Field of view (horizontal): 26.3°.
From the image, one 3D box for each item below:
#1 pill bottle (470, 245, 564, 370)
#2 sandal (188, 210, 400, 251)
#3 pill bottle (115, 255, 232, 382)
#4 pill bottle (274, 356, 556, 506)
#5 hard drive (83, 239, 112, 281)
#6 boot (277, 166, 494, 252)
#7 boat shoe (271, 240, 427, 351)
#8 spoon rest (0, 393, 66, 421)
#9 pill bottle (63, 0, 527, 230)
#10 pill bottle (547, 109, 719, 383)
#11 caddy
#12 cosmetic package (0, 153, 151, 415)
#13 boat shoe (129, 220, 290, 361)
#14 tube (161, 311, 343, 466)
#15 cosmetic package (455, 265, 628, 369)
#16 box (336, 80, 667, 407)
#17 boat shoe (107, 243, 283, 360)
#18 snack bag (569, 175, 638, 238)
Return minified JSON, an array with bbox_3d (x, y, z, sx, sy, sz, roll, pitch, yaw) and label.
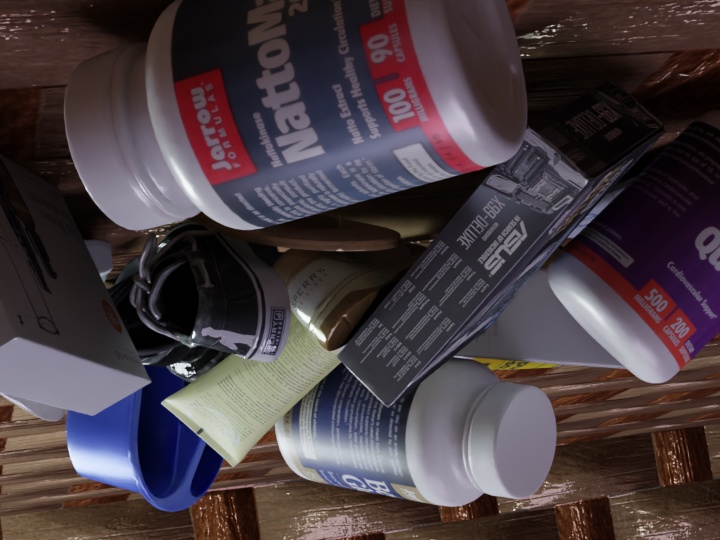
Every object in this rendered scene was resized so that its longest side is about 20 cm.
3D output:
[{"bbox_3d":[0.102,0.032,1.344,0.200,0.112,0.112,-1,165,-33],"label":"pill bottle"},{"bbox_3d":[-0.071,-0.059,0.952,0.212,0.070,0.078,9,-167,34],"label":"sandal"},{"bbox_3d":[-0.096,0.036,1.227,0.112,0.112,0.200,-19,163,38],"label":"pill bottle"},{"bbox_3d":[0.042,0.117,1.162,0.200,0.111,0.111,4,178,39],"label":"pill bottle"},{"bbox_3d":[-0.251,0.006,1.111,0.132,0.026,0.200,-6,176,-13],"label":"hard drive"},{"bbox_3d":[0.039,-0.042,1.112,0.200,0.066,0.175,-6,164,-1],"label":"boot"},{"bbox_3d":[0.000,0.000,1.003,0.074,0.066,0.200,-50,170,12],"label":"boat shoe"},{"bbox_3d":[-0.246,0.031,0.964,0.061,0.099,0.200,-34,139,1],"label":"spoon rest"},{"bbox_3d":[-0.033,-0.085,0.731,0.200,0.120,0.120,-15,166,22],"label":"pill bottle"},{"bbox_3d":[0.228,-0.028,1.027,0.200,0.112,0.112,-44,165,-1],"label":"pill bottle"},{"bbox_3d":[-0.164,0.100,1.296,0.105,0.200,0.141,3,176,28],"label":"caddy"},{"bbox_3d":[-0.206,0.001,0.904,0.052,0.151,0.200,-28,165,6],"label":"cosmetic package"},{"bbox_3d":[-0.108,0.011,0.962,0.068,0.074,0.199,6,-164,-24],"label":"boat shoe"},{"bbox_3d":[-0.057,0.067,1.142,0.200,0.058,0.052,-41,154,24],"label":"tube"},{"bbox_3d":[0.114,0.030,1.155,0.200,0.071,0.101,4,-179,14],"label":"cosmetic package"},{"bbox_3d":[0.088,-0.019,0.952,0.200,0.050,0.158,-51,171,29],"label":"box"},{"bbox_3d":[-0.112,0.013,1.101,0.200,0.075,0.062,-26,-176,-28],"label":"boat shoe"},{"bbox_3d":[0.243,-0.061,1.242,0.189,0.021,0.200,2,163,-43],"label":"snack bag"}]
